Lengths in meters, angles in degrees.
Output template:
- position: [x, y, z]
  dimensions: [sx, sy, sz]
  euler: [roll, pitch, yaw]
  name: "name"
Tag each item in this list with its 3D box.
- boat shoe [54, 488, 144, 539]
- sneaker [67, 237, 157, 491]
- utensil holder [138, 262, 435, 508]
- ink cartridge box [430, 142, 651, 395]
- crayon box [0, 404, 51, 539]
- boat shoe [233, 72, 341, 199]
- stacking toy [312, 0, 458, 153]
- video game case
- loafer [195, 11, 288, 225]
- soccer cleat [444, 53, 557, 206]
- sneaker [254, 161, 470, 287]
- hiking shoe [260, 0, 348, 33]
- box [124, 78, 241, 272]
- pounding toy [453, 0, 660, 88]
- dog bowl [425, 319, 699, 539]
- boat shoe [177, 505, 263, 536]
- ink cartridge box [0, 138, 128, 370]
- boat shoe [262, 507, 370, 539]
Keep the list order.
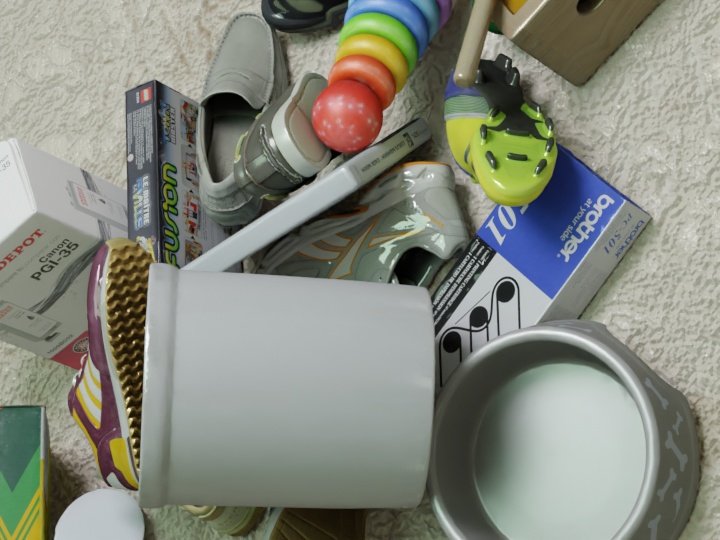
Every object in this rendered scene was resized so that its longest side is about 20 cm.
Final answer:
- position: [-0.217, 0.263, 1.709]
  dimensions: [0.201, 0.071, 0.068]
  euler: [-88, 8, -51]
  name: "boat shoe"
- position: [-0.196, 0.075, 1.664]
  dimensions: [0.090, 0.075, 0.202]
  euler: [0, 99, 41]
  name: "sneaker"
- position: [-0.054, 0.085, 1.501]
  dimensions: [0.198, 0.170, 0.171]
  euler: [3, 71, -4]
  name: "utensil holder"
- position: [0.117, 0.011, 1.576]
  dimensions: [0.201, 0.044, 0.094]
  euler: [-54, 52, 9]
  name: "ink cartridge box"
- position: [-0.282, 0.225, 1.755]
  dimensions: [0.050, 0.127, 0.202]
  euler: [0, 67, -6]
  name: "crayon box"
- position: [-0.050, -0.103, 1.663]
  dimensions: [0.060, 0.202, 0.072]
  euler: [-33, 96, 18]
  name: "boat shoe"
- position: [0.015, -0.169, 1.646]
  dimensions: [0.085, 0.086, 0.201]
  euler: [-13, 39, 34]
  name: "stacking toy"
- position: [-0.052, -0.045, 1.655]
  dimensions: [0.199, 0.182, 0.023]
  euler: [-32, 93, 25]
  name: "video game case"
- position: [-0.100, -0.135, 1.765]
  dimensions: [0.069, 0.070, 0.201]
  euler: [-3, 60, 9]
  name: "loafer"
- position: [0.102, -0.090, 1.578]
  dimensions: [0.201, 0.064, 0.084]
  euler: [-103, 20, -58]
  name: "soccer cleat"
- position: [0.000, 0.000, 1.656]
  dimensions: [0.199, 0.075, 0.093]
  euler: [-35, 62, 26]
  name: "sneaker"
- position: [-0.016, -0.271, 1.745]
  dimensions: [0.199, 0.100, 0.076]
  euler: [-32, 53, 24]
  name: "hiking shoe"
- position: [-0.145, -0.046, 1.758]
  dimensions: [0.035, 0.110, 0.202]
  euler: [-18, 63, 32]
  name: "box"
- position: [0.133, -0.239, 1.591]
  dimensions: [0.200, 0.142, 0.184]
  euler: [-47, 51, 14]
  name: "pounding toy"
- position: [0.133, 0.130, 1.482]
  dimensions: [0.199, 0.059, 0.202]
  euler: [-4, 80, 26]
  name: "dog bowl"
- position: [-0.158, 0.144, 1.728]
  dimensions: [0.200, 0.063, 0.073]
  euler: [41, 100, 39]
  name: "boat shoe"
- position: [-0.260, -0.009, 1.774]
  dimensions: [0.146, 0.199, 0.083]
  euler: [-37, 54, 21]
  name: "ink cartridge box"
- position: [-0.038, 0.193, 1.574]
  dimensions: [0.069, 0.071, 0.200]
  euler: [-39, 11, 37]
  name: "boat shoe"
